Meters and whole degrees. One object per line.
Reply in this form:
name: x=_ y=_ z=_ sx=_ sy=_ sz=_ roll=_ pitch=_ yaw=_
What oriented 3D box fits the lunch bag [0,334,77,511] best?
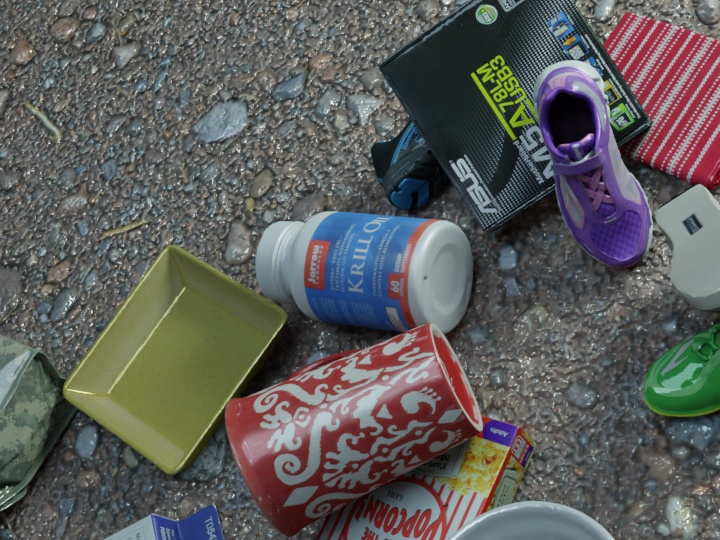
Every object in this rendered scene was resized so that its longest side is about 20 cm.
lunch bag: x=-0.418 y=0.168 z=1.808 sx=0.164 sy=0.118 sz=0.200 roll=18 pitch=68 yaw=36

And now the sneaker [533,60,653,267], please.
sneaker: x=0.209 y=-0.095 z=1.566 sx=0.080 sy=0.088 sz=0.201 roll=-20 pitch=93 yaw=12

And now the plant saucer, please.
plant saucer: x=-0.184 y=0.096 z=1.757 sx=0.200 sy=0.048 sz=0.200 roll=29 pitch=79 yaw=38

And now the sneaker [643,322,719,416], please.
sneaker: x=0.328 y=0.058 z=1.455 sx=0.200 sy=0.084 sz=0.074 roll=-27 pitch=52 yaw=15

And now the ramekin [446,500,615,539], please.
ramekin: x=0.148 y=0.301 z=1.406 sx=0.200 sy=0.098 sz=0.201 roll=-14 pitch=56 yaw=22

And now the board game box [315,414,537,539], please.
board game box: x=0.052 y=0.220 z=1.544 sx=0.151 sy=0.046 sz=0.200 roll=13 pitch=70 yaw=36

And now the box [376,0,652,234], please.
box: x=0.148 y=-0.169 z=1.640 sx=0.193 sy=0.048 sz=0.200 roll=-33 pitch=86 yaw=12

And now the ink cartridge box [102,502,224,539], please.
ink cartridge box: x=-0.212 y=0.340 z=1.632 sx=0.200 sy=0.043 sz=0.197 roll=-30 pitch=51 yaw=13

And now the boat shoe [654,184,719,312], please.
boat shoe: x=0.310 y=0.002 z=1.450 sx=0.075 sy=0.093 sz=0.200 roll=-33 pitch=20 yaw=17

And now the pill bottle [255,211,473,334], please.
pill bottle: x=0.000 y=0.000 z=1.665 sx=0.200 sy=0.112 sz=0.113 roll=5 pitch=65 yaw=32

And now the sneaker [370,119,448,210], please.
sneaker: x=0.095 y=-0.151 z=1.725 sx=0.200 sy=0.073 sz=0.082 roll=-35 pitch=49 yaw=7

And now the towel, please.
towel: x=0.300 y=-0.166 z=1.648 sx=0.200 sy=0.022 sz=0.145 roll=28 pitch=81 yaw=41

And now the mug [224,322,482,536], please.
mug: x=-0.008 y=0.119 z=1.530 sx=0.200 sy=0.133 sz=0.178 roll=-26 pitch=53 yaw=11
